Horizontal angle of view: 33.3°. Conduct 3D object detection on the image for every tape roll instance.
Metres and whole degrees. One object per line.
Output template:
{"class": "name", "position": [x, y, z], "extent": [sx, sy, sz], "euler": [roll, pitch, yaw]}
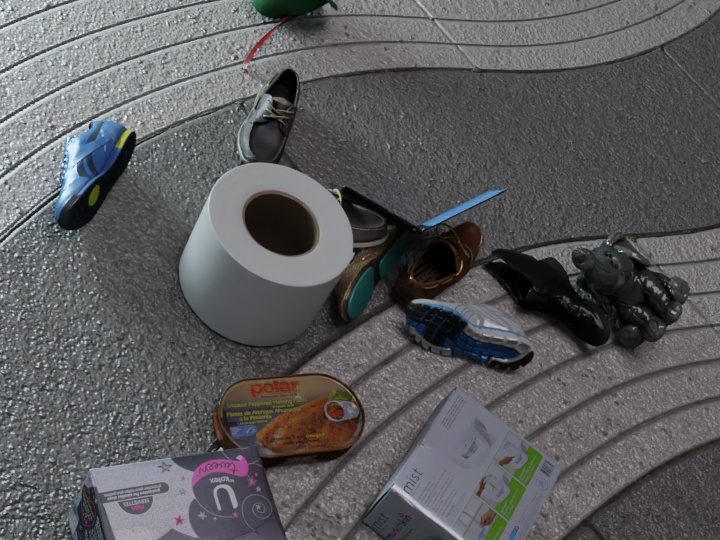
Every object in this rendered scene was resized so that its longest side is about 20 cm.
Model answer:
{"class": "tape roll", "position": [-0.125, -0.021, 1.582], "extent": [0.201, 0.139, 0.204], "euler": [16, 48, -18]}

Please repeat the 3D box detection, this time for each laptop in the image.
{"class": "laptop", "position": [0.086, -0.115, 1.727], "extent": [0.199, 0.116, 0.187], "euler": [30, 1, -3]}

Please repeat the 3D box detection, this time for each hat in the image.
{"class": "hat", "position": [-0.155, -0.424, 1.982], "extent": [0.166, 0.176, 0.200], "euler": [43, 8, 12]}

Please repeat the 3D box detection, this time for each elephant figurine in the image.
{"class": "elephant figurine", "position": [0.394, 0.008, 1.841], "extent": [0.200, 0.155, 0.142], "euler": [39, 65, -7]}

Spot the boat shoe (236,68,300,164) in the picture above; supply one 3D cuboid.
{"class": "boat shoe", "position": [-0.134, -0.230, 1.794], "extent": [0.074, 0.073, 0.201], "euler": [19, 47, -13]}

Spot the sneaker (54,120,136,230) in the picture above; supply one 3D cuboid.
{"class": "sneaker", "position": [-0.370, -0.129, 1.595], "extent": [0.078, 0.066, 0.201], "euler": [20, 46, 2]}

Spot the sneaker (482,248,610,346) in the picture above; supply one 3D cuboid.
{"class": "sneaker", "position": [0.280, 0.043, 1.813], "extent": [0.104, 0.060, 0.200], "euler": [-12, 56, -37]}

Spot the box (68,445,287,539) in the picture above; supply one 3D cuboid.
{"class": "box", "position": [-0.199, 0.281, 1.311], "extent": [0.199, 0.115, 0.133], "euler": [-3, 56, -31]}

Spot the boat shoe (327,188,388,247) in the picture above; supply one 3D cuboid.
{"class": "boat shoe", "position": [-0.055, -0.085, 1.692], "extent": [0.198, 0.060, 0.072], "euler": [13, 36, 4]}

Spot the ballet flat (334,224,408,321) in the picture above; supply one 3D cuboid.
{"class": "ballet flat", "position": [0.000, 0.000, 1.699], "extent": [0.065, 0.071, 0.200], "euler": [16, 38, 21]}

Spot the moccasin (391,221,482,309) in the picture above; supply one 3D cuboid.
{"class": "moccasin", "position": [0.120, -0.019, 1.758], "extent": [0.074, 0.078, 0.201], "euler": [46, 47, 13]}

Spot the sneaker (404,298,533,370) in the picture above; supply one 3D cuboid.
{"class": "sneaker", "position": [0.150, 0.076, 1.714], "extent": [0.199, 0.075, 0.087], "euler": [21, 36, -20]}

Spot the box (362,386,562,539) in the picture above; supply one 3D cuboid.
{"class": "box", "position": [0.130, 0.278, 1.508], "extent": [0.176, 0.097, 0.200], "euler": [36, 46, 3]}

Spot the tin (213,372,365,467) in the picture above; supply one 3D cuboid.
{"class": "tin", "position": [-0.089, 0.186, 1.505], "extent": [0.199, 0.042, 0.113], "euler": [-1, 59, -30]}
